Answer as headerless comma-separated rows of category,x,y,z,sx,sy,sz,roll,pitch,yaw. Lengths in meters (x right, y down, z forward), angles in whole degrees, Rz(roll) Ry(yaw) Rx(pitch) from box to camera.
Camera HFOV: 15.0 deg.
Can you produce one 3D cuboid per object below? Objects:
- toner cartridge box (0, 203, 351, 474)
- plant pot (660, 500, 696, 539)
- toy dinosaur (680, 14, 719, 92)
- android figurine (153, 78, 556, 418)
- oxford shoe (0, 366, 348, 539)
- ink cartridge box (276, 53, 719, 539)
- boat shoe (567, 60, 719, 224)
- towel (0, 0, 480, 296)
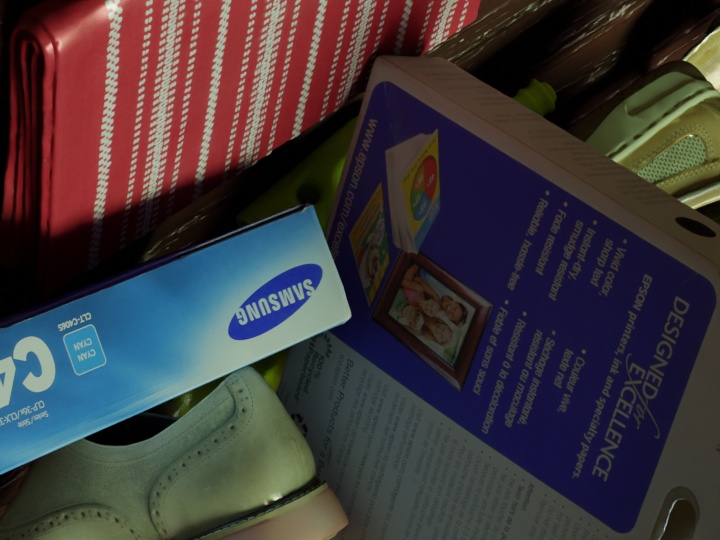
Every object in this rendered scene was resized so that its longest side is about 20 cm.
toner cartridge box,-0.105,0.034,0.864,0.095,0.043,0.200,-17,-175,46
plant pot,0.103,0.109,1.046,0.200,0.028,0.200,-27,168,-6
toy dinosaur,0.162,-0.093,1.159,0.200,0.058,0.101,-44,160,2
android figurine,0.000,0.000,1.060,0.200,0.041,0.182,-39,160,-10
oxford shoe,-0.097,0.086,0.982,0.200,0.074,0.071,-20,-178,29
ink cartridge box,0.057,0.058,0.915,0.043,0.200,0.198,-10,127,-45
boat shoe,0.071,0.003,1.026,0.200,0.076,0.072,-37,161,-8
towel,-0.030,-0.081,0.862,0.200,0.022,0.145,-34,159,-25
